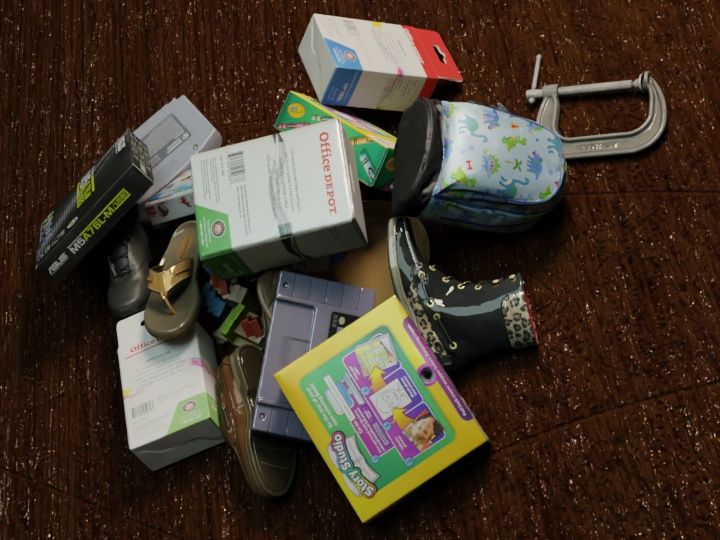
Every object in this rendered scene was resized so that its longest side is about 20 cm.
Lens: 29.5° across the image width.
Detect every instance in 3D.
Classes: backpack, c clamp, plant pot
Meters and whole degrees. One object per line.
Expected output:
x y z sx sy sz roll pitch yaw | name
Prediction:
0.154 -0.123 1.675 0.154 0.199 0.164 -34 40 52 | backpack
0.301 -0.216 1.760 0.198 0.027 0.172 3 60 27 | c clamp
0.000 0.000 1.763 0.198 0.028 0.202 -13 55 19 | plant pot

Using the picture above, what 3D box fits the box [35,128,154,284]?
-0.367 -0.092 1.888 0.193 0.047 0.200 -47 21 8 | box

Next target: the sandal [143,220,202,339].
-0.243 0.005 1.778 0.080 0.054 0.201 -10 48 21 | sandal

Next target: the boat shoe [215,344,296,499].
-0.133 0.194 1.682 0.068 0.072 0.202 -37 52 36 | boat shoe

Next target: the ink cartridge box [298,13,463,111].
0.028 -0.280 1.867 0.068 0.198 0.117 -62 37 39 | ink cartridge box

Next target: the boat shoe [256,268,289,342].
-0.083 0.101 1.708 0.072 0.072 0.201 -18 75 -16 | boat shoe

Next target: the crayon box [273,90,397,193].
-0.005 -0.165 1.807 0.199 0.118 0.059 34 104 37 | crayon box

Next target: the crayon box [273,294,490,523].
0.024 0.160 1.577 0.172 0.058 0.201 -33 78 3 | crayon box

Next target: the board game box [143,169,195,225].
-0.184 -0.122 1.865 0.199 0.035 0.126 -13 20 30 | board game box

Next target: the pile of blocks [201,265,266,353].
-0.177 0.042 1.797 0.082 0.062 0.200 -36 51 -1 | pile of blocks

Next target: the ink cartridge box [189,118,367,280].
-0.100 -0.086 1.686 0.198 0.083 0.148 -12 66 11 | ink cartridge box

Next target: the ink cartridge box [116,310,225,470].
-0.244 0.141 1.761 0.116 0.067 0.201 -22 52 10 | ink cartridge box

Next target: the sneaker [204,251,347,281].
-0.111 -0.015 1.747 0.198 0.076 0.088 0 33 33 | sneaker

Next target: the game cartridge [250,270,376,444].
-0.053 0.109 1.655 0.128 0.038 0.202 10 73 -4 | game cartridge

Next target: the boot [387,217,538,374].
0.120 0.019 1.643 0.152 0.073 0.205 -16 77 12 | boot

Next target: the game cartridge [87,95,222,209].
-0.302 -0.158 2.005 0.200 0.042 0.133 -41 55 -4 | game cartridge

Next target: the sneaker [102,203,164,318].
-0.321 -0.017 1.867 0.075 0.091 0.201 -19 40 11 | sneaker
